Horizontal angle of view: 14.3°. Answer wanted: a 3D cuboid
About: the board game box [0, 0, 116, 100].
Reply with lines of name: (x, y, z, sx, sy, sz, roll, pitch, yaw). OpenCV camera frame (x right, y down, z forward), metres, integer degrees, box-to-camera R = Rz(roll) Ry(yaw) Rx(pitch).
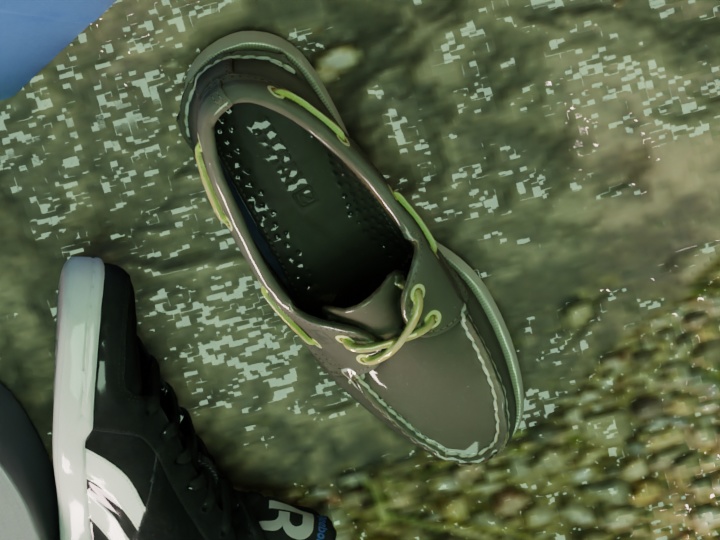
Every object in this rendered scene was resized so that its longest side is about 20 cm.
board game box: (-0.164, -0.114, 1.025, 0.157, 0.039, 0.200, 3, 152, -39)

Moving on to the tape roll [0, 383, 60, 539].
tape roll: (-0.221, 0.114, 1.144, 0.199, 0.066, 0.201, -1, 112, -2)

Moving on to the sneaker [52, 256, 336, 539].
sneaker: (-0.065, 0.083, 1.137, 0.111, 0.073, 0.201, -1, 120, -4)

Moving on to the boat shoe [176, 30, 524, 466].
boat shoe: (-0.003, 0.002, 1.106, 0.072, 0.060, 0.202, -32, 108, 11)
